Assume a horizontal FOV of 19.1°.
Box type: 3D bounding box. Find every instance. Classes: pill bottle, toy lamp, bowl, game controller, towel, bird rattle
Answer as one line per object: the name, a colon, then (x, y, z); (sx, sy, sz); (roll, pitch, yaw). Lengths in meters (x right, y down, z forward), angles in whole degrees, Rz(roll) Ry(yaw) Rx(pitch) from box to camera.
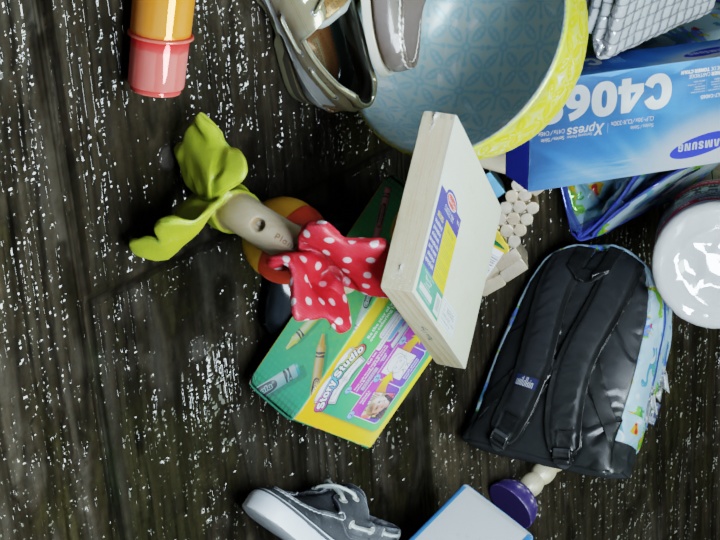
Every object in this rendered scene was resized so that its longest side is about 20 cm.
pill bottle: (0.314, -0.021, 1.888); (0.200, 0.110, 0.111); (-47, 150, -76)
toy lamp: (0.202, 0.154, 1.993); (0.200, 0.058, 0.058); (-40, 132, -27)
bowl: (0.100, -0.168, 1.631); (0.108, 0.200, 0.201); (19, 92, -51)
game controller: (0.000, 0.000, 1.727); (0.200, 0.042, 0.105); (-7, 126, -45)
towel: (0.237, -0.287, 1.727); (0.165, 0.086, 0.200); (-27, 141, -39)
bird rattle: (-0.053, -0.028, 1.545); (0.113, 0.199, 0.163); (-68, 163, 1)

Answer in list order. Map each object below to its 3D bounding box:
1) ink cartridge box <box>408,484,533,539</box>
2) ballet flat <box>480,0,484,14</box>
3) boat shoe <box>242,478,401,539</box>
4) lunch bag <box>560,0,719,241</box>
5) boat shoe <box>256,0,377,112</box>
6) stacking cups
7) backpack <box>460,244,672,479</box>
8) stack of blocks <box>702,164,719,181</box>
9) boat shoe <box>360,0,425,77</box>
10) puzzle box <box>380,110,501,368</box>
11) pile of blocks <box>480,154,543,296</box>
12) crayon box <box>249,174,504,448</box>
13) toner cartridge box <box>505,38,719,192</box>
ink cartridge box: (0.074, 0.303, 1.853); (0.146, 0.084, 0.200); (-44, 152, -24)
ballet flat: (0.105, -0.200, 1.726); (0.067, 0.064, 0.201); (-1, 105, -45)
boat shoe: (-0.025, 0.203, 1.755); (0.200, 0.072, 0.068); (38, 80, -51)
lunch bag: (0.260, -0.133, 1.888); (0.170, 0.127, 0.201); (-24, 137, -42)
boat shoe: (-0.036, -0.202, 1.568); (0.075, 0.068, 0.200); (-46, 135, -24)
stacking cups: (-0.133, -0.221, 1.473); (0.060, 0.060, 0.201); (-13, 121, -44)
backpack: (0.199, 0.075, 1.892); (0.154, 0.163, 0.201); (11, 88, -57)
stack of blocks: (0.382, -0.066, 2.088); (0.115, 0.058, 0.201); (-36, 130, -32)
boat shoe: (0.037, -0.244, 1.588); (0.072, 0.059, 0.201); (21, 70, -74)
puzzle box: (0.061, -0.019, 1.550); (0.200, 0.025, 0.133); (55, 47, -67)
pile of blocks: (0.125, -0.081, 1.817); (0.062, 0.082, 0.201); (-82, -170, -73)
crayon box: (0.014, 0.035, 1.687); (0.200, 0.058, 0.119); (-56, 145, 5)
toner cartridge box: (0.216, -0.127, 1.738); (0.199, 0.043, 0.095); (-10, 116, -20)
